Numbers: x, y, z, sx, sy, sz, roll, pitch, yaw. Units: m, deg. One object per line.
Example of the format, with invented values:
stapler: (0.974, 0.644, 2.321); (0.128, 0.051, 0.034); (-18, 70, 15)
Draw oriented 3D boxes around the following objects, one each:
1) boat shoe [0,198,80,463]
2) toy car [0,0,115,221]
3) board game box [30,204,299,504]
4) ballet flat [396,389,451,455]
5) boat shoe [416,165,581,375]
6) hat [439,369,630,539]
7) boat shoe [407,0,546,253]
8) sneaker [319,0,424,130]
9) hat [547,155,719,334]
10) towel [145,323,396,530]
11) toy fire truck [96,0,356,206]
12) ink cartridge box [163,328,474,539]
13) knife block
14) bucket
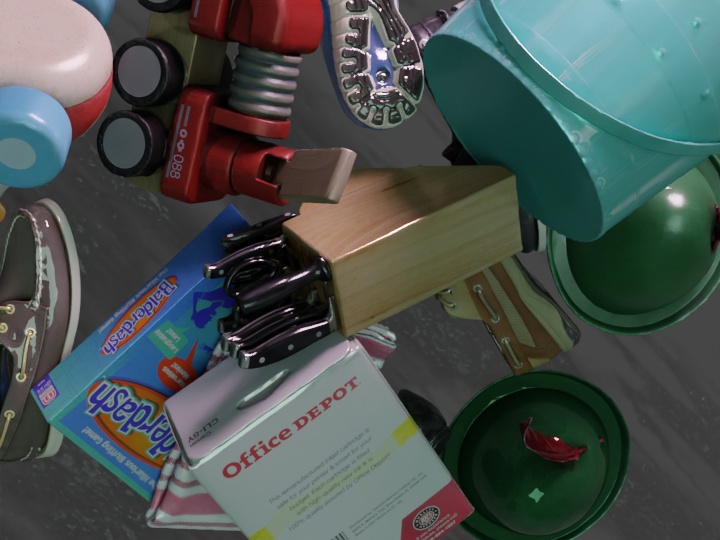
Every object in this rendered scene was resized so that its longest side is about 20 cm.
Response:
boat shoe: (-0.250, 0.048, 1.005); (0.059, 0.072, 0.202); (-8, 115, -41)
toy car: (-0.262, -0.095, 0.936); (0.175, 0.185, 0.201); (11, 135, -7)
board game box: (-0.122, 0.071, 1.028); (0.200, 0.045, 0.152); (-43, 133, -2)
ballet flat: (-0.004, 0.185, 1.127); (0.057, 0.066, 0.200); (42, 92, 19)
boat shoe: (0.092, 0.008, 1.080); (0.074, 0.076, 0.200); (-40, 111, 6)
hat: (0.156, 0.183, 1.088); (0.198, 0.176, 0.167); (19, 102, -18)
boat shoe: (0.089, -0.101, 1.047); (0.060, 0.074, 0.202); (-22, 107, -6)
sneaker: (-0.006, -0.198, 0.995); (0.078, 0.089, 0.202); (-4, 87, -15)
hat: (0.246, -0.020, 1.043); (0.164, 0.176, 0.202); (-12, 109, -9)
towel: (-0.068, 0.120, 1.047); (0.145, 0.030, 0.201); (10, 113, -38)
toy fire truck: (-0.068, -0.120, 0.924); (0.198, 0.128, 0.178); (19, 103, 20)
ink cartridge box: (-0.028, 0.138, 1.001); (0.145, 0.083, 0.201); (-35, 126, -3)
knife block: (0.000, 0.000, 0.931); (0.198, 0.176, 0.064); (0, 125, 16)
bucket: (0.148, -0.129, 0.929); (0.135, 0.207, 0.208); (-41, 111, -12)
